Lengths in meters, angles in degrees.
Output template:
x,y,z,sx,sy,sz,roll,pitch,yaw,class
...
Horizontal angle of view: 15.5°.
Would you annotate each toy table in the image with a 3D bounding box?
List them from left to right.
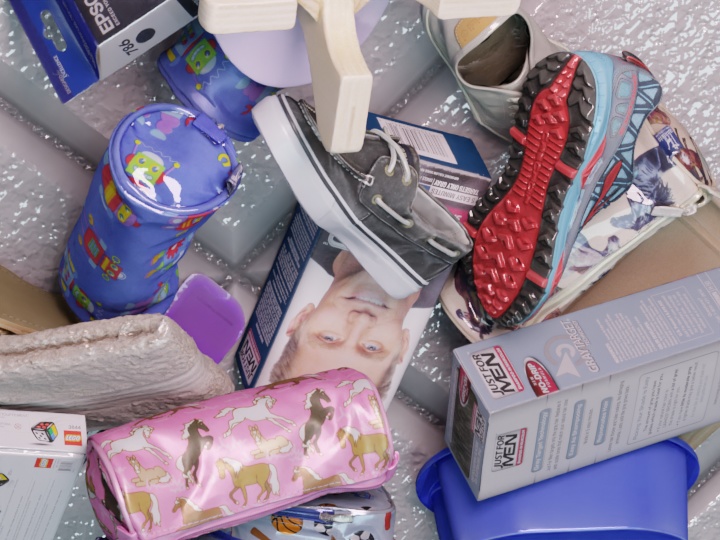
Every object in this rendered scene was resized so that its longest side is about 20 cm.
x,y,z,sx,sy,sz,roll,pitch,yaw,class
-0.015,-0.170,1.475,0.183,0.117,0.201,-15,129,-14,toy table

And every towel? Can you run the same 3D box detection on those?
x,y,z,sx,sy,sz,roll,pitch,yaw,class
-0.193,0.072,1.684,0.199,0.035,0.133,-9,158,13,towel

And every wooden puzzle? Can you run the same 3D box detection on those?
x,y,z,sx,sy,sz,roll,pitch,yaw,class
0.211,0.040,1.835,0.200,0.037,0.185,-41,122,17,wooden puzzle

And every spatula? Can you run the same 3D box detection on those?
x,y,z,sx,sy,sz,roll,pitch,yaw,class
-0.155,0.087,1.771,0.056,0.021,0.200,38,107,-24,spatula

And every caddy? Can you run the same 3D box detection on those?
x,y,z,sx,sy,sz,roll,pitch,yaw,class
0.139,0.162,1.837,0.199,0.105,0.142,-1,150,-4,caddy

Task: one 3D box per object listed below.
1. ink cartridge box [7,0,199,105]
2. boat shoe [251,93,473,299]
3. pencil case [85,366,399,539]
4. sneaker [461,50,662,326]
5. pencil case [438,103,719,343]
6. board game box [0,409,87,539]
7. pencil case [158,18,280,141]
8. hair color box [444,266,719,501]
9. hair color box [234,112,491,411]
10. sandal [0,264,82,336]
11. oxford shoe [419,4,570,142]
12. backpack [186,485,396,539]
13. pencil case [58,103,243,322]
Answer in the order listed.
x,y,z,sx,sy,sz,roll,pitch,yaw,class
-0.121,-0.193,1.564,0.200,0.100,0.039,-35,155,7,ink cartridge box
0.003,-0.057,1.615,0.071,0.072,0.200,-32,142,11,boat shoe
-0.075,0.121,1.680,0.199,0.083,0.087,-16,103,-23,pencil case
0.135,-0.047,1.659,0.095,0.079,0.200,-8,134,-38,sneaker
0.141,-0.022,1.741,0.200,0.090,0.078,-41,134,14,pencil case
-0.262,0.157,1.735,0.126,0.035,0.200,6,142,-18,board game box
-0.031,-0.168,1.609,0.200,0.078,0.087,-44,153,12,pencil case
0.159,0.074,1.749,0.199,0.061,0.099,-17,142,-17,hair color box
0.000,0.000,1.737,0.100,0.061,0.200,13,117,-21,hair color box
-0.237,0.035,1.689,0.211,0.078,0.070,19,119,-31,sandal
0.100,-0.121,1.666,0.075,0.058,0.200,-41,143,4,oxford shoe
-0.059,0.208,1.778,0.190,0.200,0.155,-1,90,-6,backpack
-0.130,-0.033,1.619,0.087,0.078,0.200,-38,172,-28,pencil case
